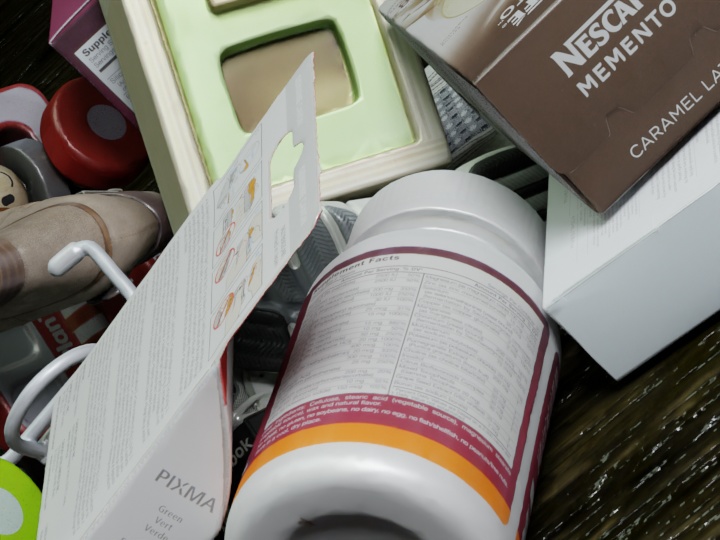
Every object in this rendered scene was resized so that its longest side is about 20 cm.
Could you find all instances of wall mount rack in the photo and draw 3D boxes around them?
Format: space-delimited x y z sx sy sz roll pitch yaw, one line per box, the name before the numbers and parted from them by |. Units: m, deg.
wall mount rack | -0.152 0.074 1.138 0.174 0.075 0.200 -47 -22 4

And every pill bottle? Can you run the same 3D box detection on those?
pill bottle | 0.020 0.053 0.920 0.109 0.110 0.200 -33 22 31

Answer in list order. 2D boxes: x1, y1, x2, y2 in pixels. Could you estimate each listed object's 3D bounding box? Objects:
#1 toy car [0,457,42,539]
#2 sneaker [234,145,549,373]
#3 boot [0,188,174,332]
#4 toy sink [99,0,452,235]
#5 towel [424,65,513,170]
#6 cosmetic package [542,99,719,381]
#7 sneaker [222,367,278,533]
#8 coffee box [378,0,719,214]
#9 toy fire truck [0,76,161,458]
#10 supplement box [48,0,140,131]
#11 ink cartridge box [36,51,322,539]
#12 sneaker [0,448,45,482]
toy car | -0.140 0.133 1.061 0.164 0.158 0.200 -40 7 37
sneaker | 0.000 0.000 1.082 0.199 0.075 0.115 -16 0 -15
boot | -0.194 0.002 1.215 0.199 0.071 0.146 -8 8 41
toy sink | -0.052 -0.121 1.137 0.130 0.201 0.112 -16 -5 -9
towel | 0.094 -0.114 1.225 0.200 0.035 0.193 -41 19 13
cosmetic package | 0.149 -0.061 0.975 0.151 0.052 0.200 -39 19 25
sneaker | -0.043 0.087 1.023 0.074 0.089 0.200 -44 20 1
coffee box | 0.090 -0.109 0.999 0.114 0.080 0.200 -45 18 2
toy fire truck | -0.182 -0.008 1.314 0.168 0.200 0.112 -25 -13 -42
supplement box | -0.071 -0.100 1.283 0.086 0.200 0.110 -42 20 11
ink cartridge box | -0.057 0.030 0.920 0.200 0.050 0.161 -51 19 20
sneaker | -0.241 0.127 1.376 0.200 0.076 0.115 -35 6 -24
